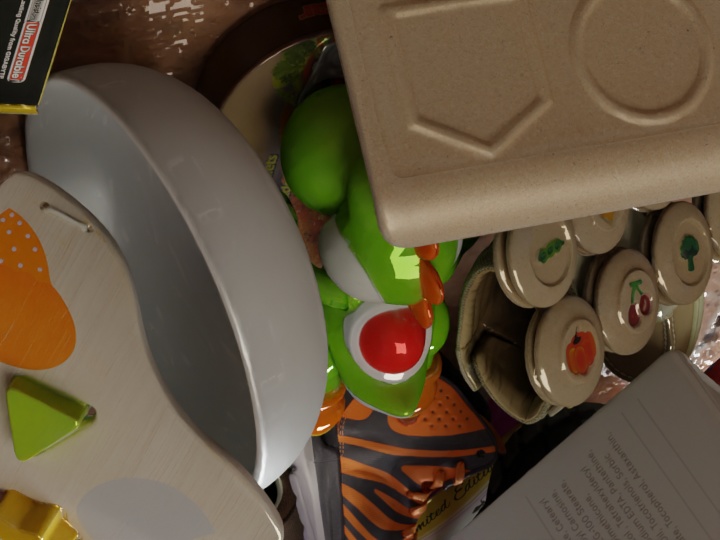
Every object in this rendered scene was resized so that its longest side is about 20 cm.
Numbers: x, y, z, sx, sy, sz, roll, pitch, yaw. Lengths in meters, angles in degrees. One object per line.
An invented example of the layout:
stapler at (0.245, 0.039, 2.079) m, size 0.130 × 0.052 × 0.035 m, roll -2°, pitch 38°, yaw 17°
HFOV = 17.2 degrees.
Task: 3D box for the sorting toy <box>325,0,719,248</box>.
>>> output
sorting toy at (0.071, -0.120, 1.015) m, size 0.184 × 0.201 × 0.036 m, roll -10°, pitch 175°, yaw -18°

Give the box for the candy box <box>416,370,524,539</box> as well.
candy box at (0.089, 0.139, 1.353) m, size 0.136 × 0.061 × 0.200 m, roll -41°, pitch 136°, yaw 15°

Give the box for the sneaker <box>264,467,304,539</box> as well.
sneaker at (-0.117, 0.153, 1.270) m, size 0.199 × 0.070 × 0.076 m, roll -22°, pitch 122°, yaw -14°

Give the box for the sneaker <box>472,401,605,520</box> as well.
sneaker at (0.098, 0.142, 1.259) m, size 0.079 × 0.076 × 0.200 m, roll 15°, pitch 132°, yaw -23°

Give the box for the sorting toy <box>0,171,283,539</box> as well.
sorting toy at (-0.120, 0.086, 1.025) m, size 0.107 × 0.180 × 0.200 m, roll -55°, pitch 178°, yaw -34°

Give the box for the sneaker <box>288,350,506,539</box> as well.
sneaker at (0.026, 0.126, 1.231) m, size 0.111 × 0.078 × 0.201 m, roll -13°, pitch 107°, yaw 0°

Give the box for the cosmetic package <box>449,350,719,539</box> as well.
cosmetic package at (0.151, 0.183, 1.147) m, size 0.200 × 0.167 × 0.167 m, roll -41°, pitch 139°, yaw 10°

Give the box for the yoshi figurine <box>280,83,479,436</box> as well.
yoshi figurine at (-0.001, -0.013, 1.093) m, size 0.111 × 0.113 × 0.200 m, roll 25°, pitch 147°, yaw 8°

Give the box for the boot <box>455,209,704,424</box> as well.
boot at (0.108, 0.021, 1.173) m, size 0.155 × 0.072 × 0.201 m, roll -58°, pitch 148°, yaw -36°

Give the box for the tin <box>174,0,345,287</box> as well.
tin at (-0.033, -0.043, 1.123) m, size 0.111 × 0.042 × 0.201 m, roll -7°, pitch 135°, yaw -27°

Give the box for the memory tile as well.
memory tile at (0.122, -0.042, 1.103) m, size 0.200 × 0.017 × 0.154 m, roll -36°, pitch 116°, yaw -42°

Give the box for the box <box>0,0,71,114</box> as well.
box at (-0.180, -0.154, 0.924) m, size 0.159 × 0.049 × 0.201 m, roll 2°, pitch 131°, yaw -27°

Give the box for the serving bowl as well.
serving bowl at (-0.070, -0.002, 1.031) m, size 0.066 × 0.200 × 0.201 m, roll -25°, pitch 141°, yaw -22°

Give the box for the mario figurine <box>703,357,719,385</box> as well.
mario figurine at (0.215, 0.084, 1.289) m, size 0.200 × 0.106 × 0.124 m, roll -44°, pitch 130°, yaw -13°
